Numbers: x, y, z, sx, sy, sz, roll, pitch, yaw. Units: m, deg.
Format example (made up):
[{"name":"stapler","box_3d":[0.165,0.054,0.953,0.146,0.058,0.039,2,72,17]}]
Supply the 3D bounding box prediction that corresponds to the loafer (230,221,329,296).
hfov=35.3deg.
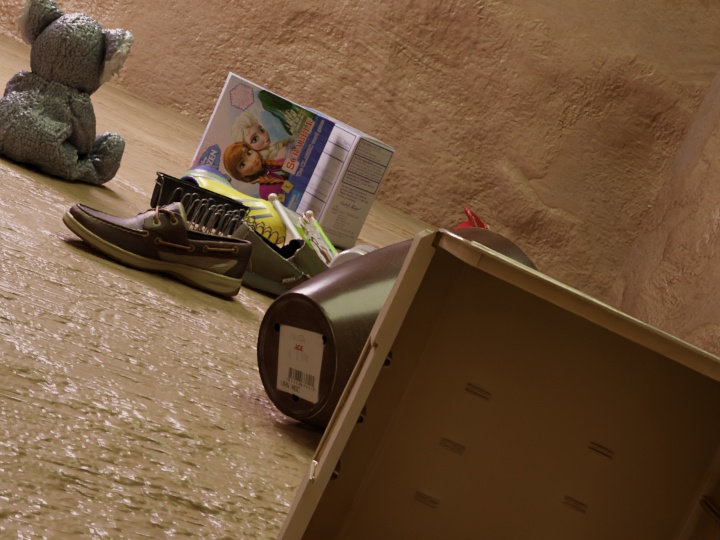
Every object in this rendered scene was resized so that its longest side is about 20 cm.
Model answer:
[{"name":"loafer","box_3d":[-0.069,0.002,1.310,0.199,0.070,0.075,23,7,-22]}]

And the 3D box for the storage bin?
[{"name":"storage bin","box_3d":[0.079,0.108,0.531,0.197,0.202,0.094,25,6,-2]}]

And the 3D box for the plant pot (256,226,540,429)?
[{"name":"plant pot","box_3d":[0.024,0.061,0.891,0.199,0.189,0.186,-3,25,-44]}]

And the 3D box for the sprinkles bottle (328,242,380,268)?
[{"name":"sprinkles bottle","box_3d":[0.000,0.000,1.578,0.068,0.069,0.200,26,7,4]}]

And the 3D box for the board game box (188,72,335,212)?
[{"name":"board game box","box_3d":[-0.172,-0.205,1.932,0.198,0.202,0.041,22,8,-14]}]

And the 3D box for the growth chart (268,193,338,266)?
[{"name":"growth chart","box_3d":[-0.071,-0.044,1.648,0.145,0.018,0.200,55,9,15]}]

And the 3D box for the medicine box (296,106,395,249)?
[{"name":"medicine box","box_3d":[-0.062,-0.168,2.038,0.102,0.201,0.182,17,11,-45]}]

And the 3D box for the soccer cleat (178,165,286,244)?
[{"name":"soccer cleat","box_3d":[-0.191,-0.087,1.656,0.200,0.065,0.083,35,42,28]}]

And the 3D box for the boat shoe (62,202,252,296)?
[{"name":"boat shoe","box_3d":[-0.198,-0.037,1.137,0.199,0.073,0.072,22,8,-27]}]

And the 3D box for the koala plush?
[{"name":"koala plush","box_3d":[-0.374,-0.231,1.415,0.176,0.201,0.184,26,7,7]}]

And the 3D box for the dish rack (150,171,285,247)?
[{"name":"dish rack","box_3d":[-0.167,-0.052,1.433,0.153,0.055,0.199,17,11,-45]}]

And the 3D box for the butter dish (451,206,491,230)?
[{"name":"butter dish","box_3d":[0.154,0.016,1.751,0.200,0.147,0.201,-55,121,-84]}]
